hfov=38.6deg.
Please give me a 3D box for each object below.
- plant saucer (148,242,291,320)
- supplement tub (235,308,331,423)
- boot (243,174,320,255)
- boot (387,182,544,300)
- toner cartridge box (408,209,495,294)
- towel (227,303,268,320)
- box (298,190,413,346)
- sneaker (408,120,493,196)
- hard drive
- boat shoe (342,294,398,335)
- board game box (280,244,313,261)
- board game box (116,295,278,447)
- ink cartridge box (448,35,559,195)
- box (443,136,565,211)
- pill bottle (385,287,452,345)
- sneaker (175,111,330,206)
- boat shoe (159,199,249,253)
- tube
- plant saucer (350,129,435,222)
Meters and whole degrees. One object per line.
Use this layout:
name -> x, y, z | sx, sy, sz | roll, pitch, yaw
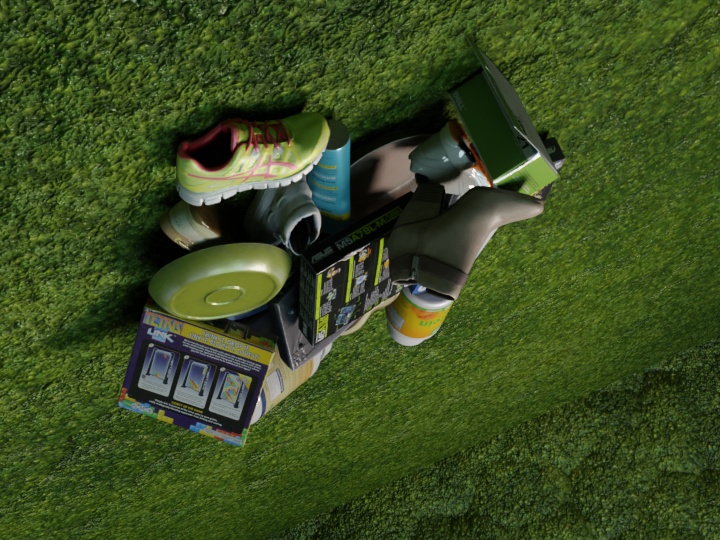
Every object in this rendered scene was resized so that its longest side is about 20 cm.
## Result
plant saucer -> -0.185, 0.022, 1.383 | 0.196, 0.032, 0.201 | -14, 158, -5
supplement tub -> -0.152, 0.136, 1.634 | 0.199, 0.145, 0.145 | -36, 168, -38
boot -> -0.104, -0.058, 1.380 | 0.072, 0.097, 0.201 | -16, 157, -20
boot -> 0.132, -0.034, 1.343 | 0.196, 0.149, 0.070 | 7, 164, 23
toner cartridge box -> 0.144, -0.034, 1.655 | 0.093, 0.044, 0.201 | -14, 156, -23
towel -> -0.215, 0.065, 1.559 | 0.197, 0.049, 0.112 | -24, 177, -2
box -> 0.000, 0.000, 1.458 | 0.191, 0.048, 0.201 | -29, 154, -20
sneaker -> 0.125, -0.136, 1.427 | 0.091, 0.077, 0.200 | -24, 151, 16
hard drive -> -0.063, 0.047, 1.577 | 0.199, 0.042, 0.137 | -40, 130, -39
boat shoe -> -0.009, 0.047, 1.773 | 0.071, 0.073, 0.199 | 26, 143, -25
board game box -> -0.163, 0.001, 1.503 | 0.197, 0.024, 0.105 | -24, 176, -7
board game box -> -0.236, 0.145, 1.488 | 0.057, 0.196, 0.168 | -84, -166, -71
ink cartridge box -> 0.169, -0.191, 1.319 | 0.075, 0.150, 0.199 | -30, 156, 17
box -> 0.213, -0.128, 1.632 | 0.196, 0.050, 0.162 | -18, 156, -13
pill bottle -> 0.104, 0.056, 1.834 | 0.109, 0.113, 0.201 | -17, 156, -19
sneaker -> -0.126, -0.143, 1.202 | 0.197, 0.079, 0.091 | -24, 151, -10
boat shoe -> -0.200, -0.044, 1.357 | 0.065, 0.075, 0.200 | -20, 154, 10
tube -> -0.042, -0.112, 1.355 | 0.202, 0.076, 0.051 | 94, 22, -55
plant saucer -> 0.035, -0.137, 1.445 | 0.197, 0.033, 0.201 | -23, 158, -10
